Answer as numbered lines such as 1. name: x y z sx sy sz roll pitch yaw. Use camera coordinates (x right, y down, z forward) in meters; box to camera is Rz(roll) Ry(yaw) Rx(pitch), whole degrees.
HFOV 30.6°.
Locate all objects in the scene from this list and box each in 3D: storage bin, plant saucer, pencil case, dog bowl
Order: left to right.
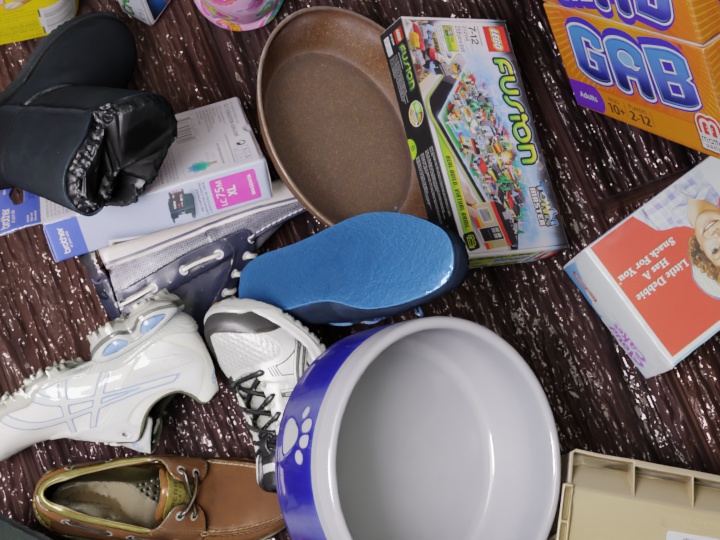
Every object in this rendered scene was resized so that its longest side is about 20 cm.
1. pencil case: -0.091 -0.251 1.007 0.086 0.200 0.088 1 80 -6
2. plant saucer: -0.008 -0.107 1.027 0.199 0.037 0.202 19 59 -35
3. dog bowl: 0.042 0.135 0.922 0.198 0.079 0.202 5 80 -33
4. storage bin: 0.222 0.250 0.968 0.198 0.094 0.201 11 74 -3

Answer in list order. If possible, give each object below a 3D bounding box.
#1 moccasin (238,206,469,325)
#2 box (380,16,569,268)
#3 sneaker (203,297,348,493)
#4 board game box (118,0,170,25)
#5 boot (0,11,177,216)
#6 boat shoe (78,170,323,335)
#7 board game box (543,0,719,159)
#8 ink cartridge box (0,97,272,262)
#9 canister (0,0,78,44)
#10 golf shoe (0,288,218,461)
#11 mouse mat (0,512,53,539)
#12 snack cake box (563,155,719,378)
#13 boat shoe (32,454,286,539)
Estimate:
1. moccasin: 0.000 0.000 0.948 0.068 0.199 0.081 18 72 -48
2. box: 0.091 -0.104 1.053 0.109 0.035 0.202 -6 75 -34
3. sneaker: -0.050 0.111 0.944 0.201 0.075 0.088 52 44 -13
4. board game box: -0.159 -0.294 1.010 0.034 0.200 0.127 28 73 13
5. boot: -0.190 -0.117 0.967 0.167 0.077 0.200 10 46 37
6. boat shoe: -0.109 -0.006 1.018 0.198 0.075 0.094 -21 95 -11
7. board game box: 0.269 -0.238 1.003 0.199 0.200 0.201 -34 121 -13
8. ink cartridge box: -0.173 -0.067 0.995 0.198 0.042 0.120 -15 33 -7
9. canister: -0.291 -0.245 0.984 0.147 0.200 0.087 -12 77 -9
10. golf shoe: -0.193 0.102 0.950 0.199 0.078 0.098 -32 93 15
11. mouse mat: -0.202 0.269 0.889 0.198 0.008 0.163 19 100 25
12. snack cake box: 0.279 -0.019 1.056 0.199 0.067 0.115 -35 83 -13
13. boat shoe: -0.138 0.171 0.961 0.198 0.068 0.073 -3 73 -9
